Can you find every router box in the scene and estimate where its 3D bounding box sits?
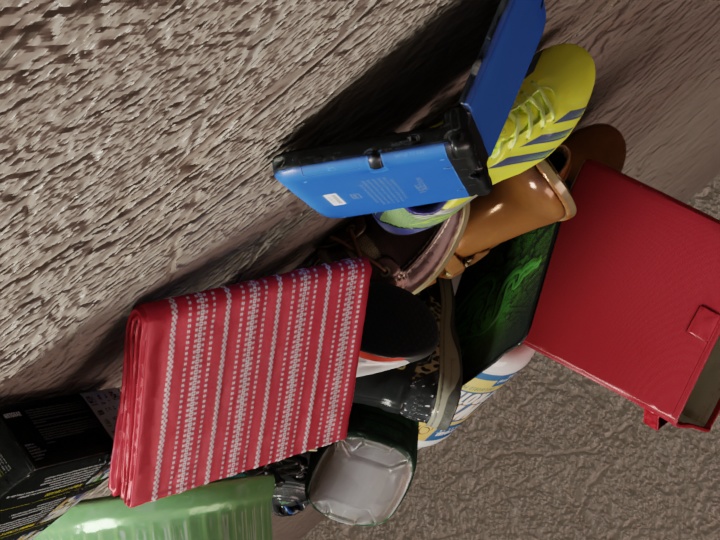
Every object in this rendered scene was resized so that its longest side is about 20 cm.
[{"bbox_3d":[-0.234,0.144,1.166,0.149,0.051,0.200,-39,171,11],"label":"router box"}]

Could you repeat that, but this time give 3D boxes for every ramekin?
[{"bbox_3d":[-0.160,0.223,1.422,0.199,0.098,0.200,-8,175,-1],"label":"ramekin"}]

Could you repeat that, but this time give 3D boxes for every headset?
[{"bbox_3d":[-0.059,0.157,1.635,0.093,0.124,0.200,-5,-176,20],"label":"headset"}]

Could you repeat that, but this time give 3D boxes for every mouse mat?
[{"bbox_3d":[0.112,0.024,1.517,0.200,0.007,0.162,-44,-157,58],"label":"mouse mat"}]

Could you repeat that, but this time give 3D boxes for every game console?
[{"bbox_3d":[0.037,-0.111,1.124,0.170,0.119,0.200,-9,173,7],"label":"game console"}]

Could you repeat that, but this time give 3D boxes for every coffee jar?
[{"bbox_3d":[0.007,0.118,1.565,0.200,0.085,0.105,-82,-166,-53],"label":"coffee jar"}]

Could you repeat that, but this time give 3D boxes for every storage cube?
[{"bbox_3d":[0.260,0.026,1.630,0.201,0.179,0.171,-63,158,4],"label":"storage cube"}]

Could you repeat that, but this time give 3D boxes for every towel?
[{"bbox_3d":[-0.078,0.070,1.203,0.199,0.022,0.145,-13,121,-41],"label":"towel"}]

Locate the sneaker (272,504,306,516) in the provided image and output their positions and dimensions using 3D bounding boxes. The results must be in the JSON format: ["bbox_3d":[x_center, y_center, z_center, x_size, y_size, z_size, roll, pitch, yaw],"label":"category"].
[{"bbox_3d":[-0.090,0.196,1.801,0.073,0.112,0.200,-38,171,1],"label":"sneaker"}]

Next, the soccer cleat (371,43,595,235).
[{"bbox_3d":[0.091,-0.094,1.269,0.200,0.065,0.084,-37,172,-10],"label":"soccer cleat"}]

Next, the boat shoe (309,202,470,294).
[{"bbox_3d":[0.000,0.000,1.358,0.200,0.072,0.072,-41,167,24],"label":"boat shoe"}]

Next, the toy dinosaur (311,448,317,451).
[{"bbox_3d":[-0.136,0.123,1.350,0.199,0.059,0.101,-4,-165,42],"label":"toy dinosaur"}]

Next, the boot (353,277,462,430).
[{"bbox_3d":[0.000,0.046,1.507,0.204,0.153,0.074,-98,-161,-53],"label":"boot"}]

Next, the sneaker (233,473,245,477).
[{"bbox_3d":[-0.143,0.190,1.636,0.120,0.084,0.200,-28,174,-30],"label":"sneaker"}]

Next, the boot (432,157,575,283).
[{"bbox_3d":[0.077,-0.037,1.413,0.155,0.077,0.200,-31,-174,-9],"label":"boot"}]

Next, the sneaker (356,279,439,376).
[{"bbox_3d":[-0.049,0.061,1.324,0.200,0.068,0.108,-4,154,-31],"label":"sneaker"}]

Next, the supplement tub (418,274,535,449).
[{"bbox_3d":[0.066,0.082,1.761,0.144,0.145,0.200,-28,166,-49],"label":"supplement tub"}]

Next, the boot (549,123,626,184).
[{"bbox_3d":[0.171,-0.090,1.633,0.199,0.077,0.155,-32,164,-12],"label":"boot"}]
